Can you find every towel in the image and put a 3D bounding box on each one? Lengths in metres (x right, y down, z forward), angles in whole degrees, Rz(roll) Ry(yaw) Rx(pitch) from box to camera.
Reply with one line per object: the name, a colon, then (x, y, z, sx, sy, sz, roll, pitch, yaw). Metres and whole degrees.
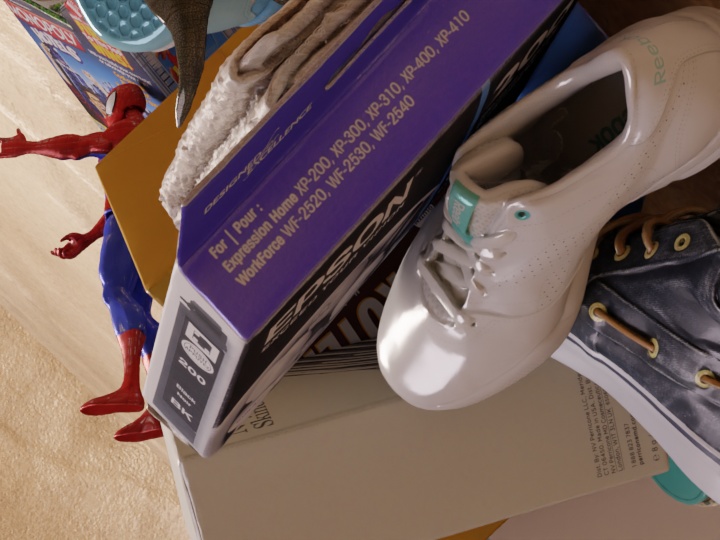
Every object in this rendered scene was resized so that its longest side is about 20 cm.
towel: (-0.017, -0.085, 0.854, 0.034, 0.133, 0.200, 45, 162, -1)

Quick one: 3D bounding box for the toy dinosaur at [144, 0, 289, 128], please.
toy dinosaur: (-0.054, -0.155, 0.881, 0.102, 0.201, 0.077, 13, -176, 20)

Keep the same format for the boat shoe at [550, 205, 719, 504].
boat shoe: (0.115, 0.000, 0.867, 0.200, 0.071, 0.091, 41, 133, 31)

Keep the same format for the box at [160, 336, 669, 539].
box: (0.021, 0.068, 0.947, 0.082, 0.199, 0.069, -131, 27, -70)

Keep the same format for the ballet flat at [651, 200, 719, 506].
ballet flat: (0.164, 0.020, 0.924, 0.067, 0.062, 0.200, 47, 146, 23)

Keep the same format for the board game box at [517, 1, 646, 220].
board game box: (0.070, -0.089, 0.928, 0.158, 0.039, 0.200, 44, 162, 15)

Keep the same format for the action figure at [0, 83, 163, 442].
action figure: (-0.149, -0.009, 1.218, 0.099, 0.201, 0.065, -7, 154, 16)

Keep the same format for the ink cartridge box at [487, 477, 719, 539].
ink cartridge box: (0.122, 0.129, 1.206, 0.147, 0.146, 0.200, 43, 167, -3)

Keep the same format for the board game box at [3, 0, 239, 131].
board game box: (-0.120, -0.125, 1.305, 0.200, 0.062, 0.200, 30, 160, 44)

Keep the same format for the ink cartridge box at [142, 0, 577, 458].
ink cartridge box: (0.005, -0.042, 0.789, 0.043, 0.198, 0.200, 39, 159, 7)

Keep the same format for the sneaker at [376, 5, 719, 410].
sneaker: (0.053, -0.021, 0.815, 0.088, 0.200, 0.075, -11, -122, -50)

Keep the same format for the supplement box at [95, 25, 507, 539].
supplement box: (0.000, 0.000, 1.070, 0.200, 0.133, 0.197, 46, -177, -23)

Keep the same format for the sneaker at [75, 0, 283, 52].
sneaker: (-0.084, -0.190, 0.980, 0.079, 0.130, 0.201, -20, 84, 37)
